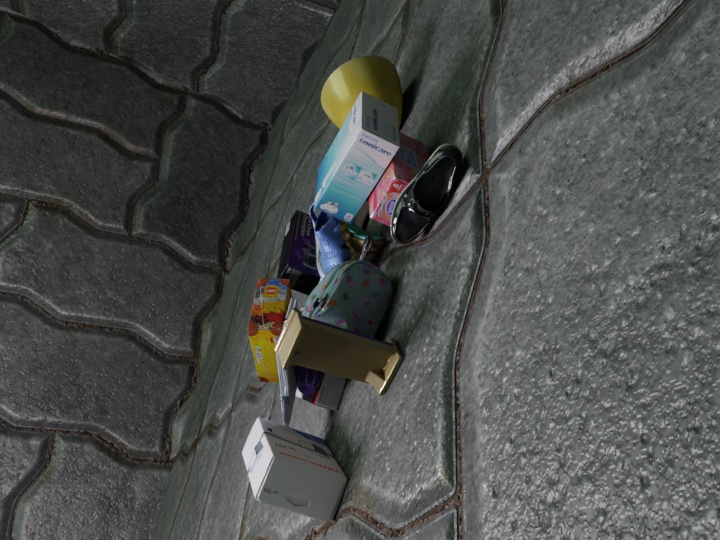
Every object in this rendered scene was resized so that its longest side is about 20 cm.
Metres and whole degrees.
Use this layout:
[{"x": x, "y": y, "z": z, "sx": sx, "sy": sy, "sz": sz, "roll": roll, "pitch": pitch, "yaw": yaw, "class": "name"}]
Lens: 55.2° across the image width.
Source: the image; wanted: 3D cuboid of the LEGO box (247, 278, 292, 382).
[{"x": -0.198, "y": 0.141, "z": 1.588, "sx": 0.201, "sy": 0.076, "sz": 0.150, "roll": 88, "pitch": -174, "yaw": -47, "class": "LEGO box"}]

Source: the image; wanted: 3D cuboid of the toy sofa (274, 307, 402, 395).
[{"x": -0.038, "y": 0.129, "z": 1.154, "sx": 0.083, "sy": 0.199, "sz": 0.098, "roll": -64, "pitch": 23, "yaw": 18, "class": "toy sofa"}]

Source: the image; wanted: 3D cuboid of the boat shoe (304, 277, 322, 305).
[{"x": -0.082, "y": 0.051, "z": 1.586, "sx": 0.201, "sy": 0.070, "sz": 0.091, "roll": -66, "pitch": 23, "yaw": 18, "class": "boat shoe"}]

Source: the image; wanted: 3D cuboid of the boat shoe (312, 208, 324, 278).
[{"x": -0.063, "y": -0.046, "z": 1.504, "sx": 0.062, "sy": 0.071, "sz": 0.201, "roll": 81, "pitch": 179, "yaw": -62, "class": "boat shoe"}]

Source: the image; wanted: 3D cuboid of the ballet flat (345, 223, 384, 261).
[{"x": -0.004, "y": -0.053, "z": 1.482, "sx": 0.200, "sy": 0.067, "sz": 0.073, "roll": -150, "pitch": 66, "yaw": -63, "class": "ballet flat"}]

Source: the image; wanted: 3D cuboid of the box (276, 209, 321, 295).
[{"x": -0.119, "y": -0.036, "z": 1.690, "sx": 0.079, "sy": 0.140, "sz": 0.201, "roll": -51, "pitch": 25, "yaw": 39, "class": "box"}]

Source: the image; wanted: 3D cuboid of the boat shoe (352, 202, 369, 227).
[{"x": -0.020, "y": -0.119, "z": 1.622, "sx": 0.068, "sy": 0.071, "sz": 0.202, "roll": 157, "pitch": 122, "yaw": -66, "class": "boat shoe"}]

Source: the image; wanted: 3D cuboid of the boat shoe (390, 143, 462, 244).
[{"x": 0.114, "y": -0.125, "z": 1.196, "sx": 0.200, "sy": 0.074, "sz": 0.066, "roll": -53, "pitch": 10, "yaw": 18, "class": "boat shoe"}]

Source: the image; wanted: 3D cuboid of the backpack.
[{"x": -0.026, "y": 0.079, "z": 1.289, "sx": 0.126, "sy": 0.167, "sz": 0.201, "roll": -12, "pitch": 45, "yaw": 59, "class": "backpack"}]

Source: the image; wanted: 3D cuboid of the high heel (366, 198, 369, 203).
[{"x": 0.033, "y": -0.187, "z": 1.472, "sx": 0.068, "sy": 0.095, "sz": 0.201, "roll": -59, "pitch": 20, "yaw": 29, "class": "high heel"}]

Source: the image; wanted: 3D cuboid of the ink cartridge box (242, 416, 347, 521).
[{"x": -0.123, "y": 0.354, "z": 1.244, "sx": 0.086, "sy": 0.146, "sz": 0.200, "roll": -67, "pitch": 18, "yaw": -1, "class": "ink cartridge box"}]

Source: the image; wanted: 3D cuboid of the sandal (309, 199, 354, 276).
[{"x": -0.066, "y": -0.069, "z": 1.416, "sx": 0.079, "sy": 0.087, "sz": 0.202, "roll": -20, "pitch": 68, "yaw": 31, "class": "sandal"}]

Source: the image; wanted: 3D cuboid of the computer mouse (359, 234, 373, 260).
[{"x": 0.000, "y": 0.000, "z": 1.422, "sx": 0.200, "sy": 0.034, "sz": 0.059, "roll": 114, "pitch": 169, "yaw": -51, "class": "computer mouse"}]

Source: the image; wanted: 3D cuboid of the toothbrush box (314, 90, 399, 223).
[{"x": -0.008, "y": -0.218, "z": 1.330, "sx": 0.200, "sy": 0.085, "sz": 0.147, "roll": -57, "pitch": 20, "yaw": 35, "class": "toothbrush box"}]

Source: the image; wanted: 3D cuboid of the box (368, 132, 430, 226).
[{"x": 0.077, "y": -0.175, "z": 1.328, "sx": 0.103, "sy": 0.094, "sz": 0.201, "roll": -56, "pitch": 21, "yaw": 33, "class": "box"}]

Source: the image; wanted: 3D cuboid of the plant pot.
[{"x": 0.023, "y": -0.379, "z": 1.625, "sx": 0.200, "sy": 0.199, "sz": 0.143, "roll": -54, "pitch": 49, "yaw": 41, "class": "plant pot"}]

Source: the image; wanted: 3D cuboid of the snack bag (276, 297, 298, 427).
[{"x": -0.138, "y": 0.186, "z": 1.370, "sx": 0.189, "sy": 0.021, "sz": 0.201, "roll": -84, "pitch": -5, "yaw": -59, "class": "snack bag"}]

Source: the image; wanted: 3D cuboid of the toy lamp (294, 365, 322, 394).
[{"x": -0.099, "y": 0.159, "z": 1.381, "sx": 0.058, "sy": 0.058, "sz": 0.201, "roll": -55, "pitch": 23, "yaw": 38, "class": "toy lamp"}]

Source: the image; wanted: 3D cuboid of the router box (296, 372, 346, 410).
[{"x": -0.067, "y": 0.181, "z": 1.437, "sx": 0.179, "sy": 0.049, "sz": 0.201, "roll": -13, "pitch": 58, "yaw": 70, "class": "router box"}]
